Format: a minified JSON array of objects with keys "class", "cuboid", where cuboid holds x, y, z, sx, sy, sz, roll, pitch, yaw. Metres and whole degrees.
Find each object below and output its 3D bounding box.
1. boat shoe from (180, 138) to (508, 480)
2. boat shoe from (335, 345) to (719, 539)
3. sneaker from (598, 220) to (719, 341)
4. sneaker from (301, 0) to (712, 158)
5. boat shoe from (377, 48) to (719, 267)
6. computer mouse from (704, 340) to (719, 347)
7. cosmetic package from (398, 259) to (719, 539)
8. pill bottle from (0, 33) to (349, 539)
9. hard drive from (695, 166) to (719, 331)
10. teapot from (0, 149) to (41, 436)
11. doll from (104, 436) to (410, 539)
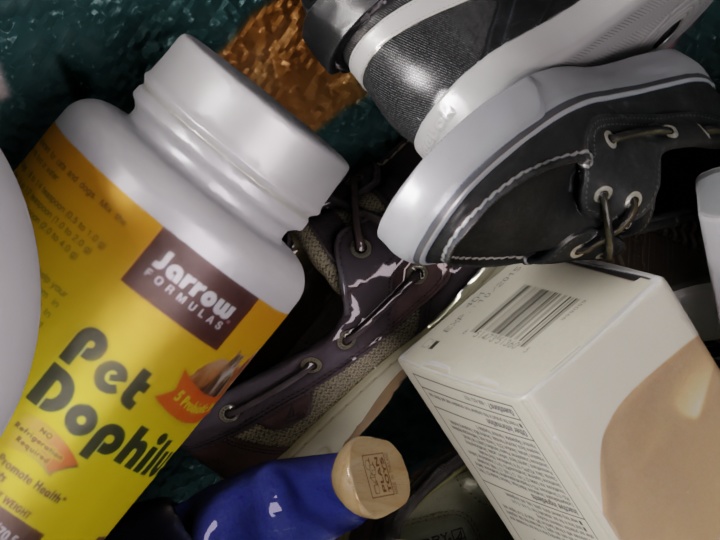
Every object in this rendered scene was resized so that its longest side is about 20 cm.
[{"class":"boat shoe","cuboid":[0.000,0.000,1.140,0.065,0.072,0.200,32,103,-39]},{"class":"boat shoe","cuboid":[0.084,0.083,1.174,0.200,0.066,0.072,-22,87,-23]},{"class":"sneaker","cuboid":[0.123,-0.003,1.213,0.200,0.085,0.073,-1,70,-40]},{"class":"sneaker","cuboid":[0.058,-0.119,1.111,0.200,0.112,0.073,-31,162,-46]},{"class":"boat shoe","cuboid":[0.082,-0.034,1.066,0.200,0.057,0.069,-23,150,-52]},{"class":"computer mouse","cuboid":[0.165,0.048,1.264,0.200,0.034,0.059,-19,119,-17]},{"class":"cosmetic package","cuboid":[0.109,0.094,1.095,0.071,0.105,0.200,-39,112,-16]},{"class":"pill bottle","cuboid":[-0.096,0.016,1.076,0.109,0.109,0.200,37,94,-34]},{"class":"hard drive","cuboid":[0.203,0.025,1.131,0.132,0.026,0.200,-7,141,9]},{"class":"teapot","cuboid":[-0.202,0.003,0.959,0.200,0.146,0.198,23,92,6]},{"class":"doll","cuboid":[-0.071,0.116,1.126,0.200,0.048,0.137,-20,88,26]}]
